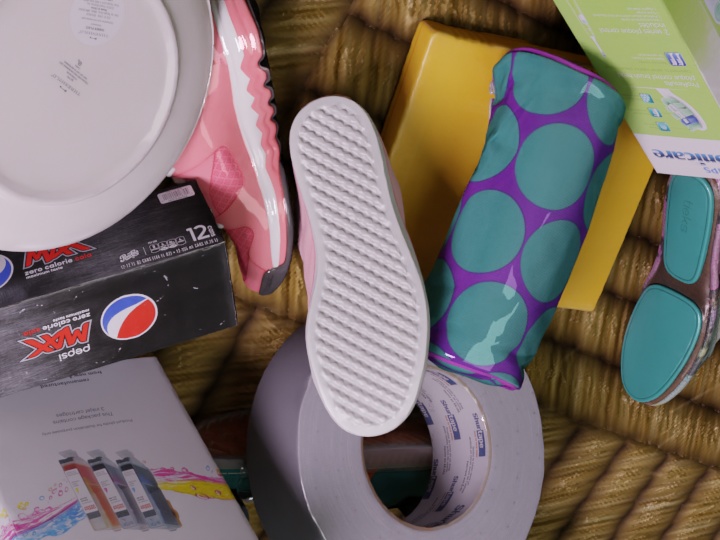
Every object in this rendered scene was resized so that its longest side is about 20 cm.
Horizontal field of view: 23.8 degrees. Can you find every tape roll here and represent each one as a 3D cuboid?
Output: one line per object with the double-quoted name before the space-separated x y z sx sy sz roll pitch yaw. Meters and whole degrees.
"tape roll" 0.026 0.118 1.117 0.199 0.066 0.203 7 77 -34

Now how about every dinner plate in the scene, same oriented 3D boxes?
"dinner plate" -0.156 -0.101 0.895 0.199 0.024 0.202 -20 123 -34

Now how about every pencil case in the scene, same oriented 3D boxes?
"pencil case" 0.092 -0.031 1.053 0.085 0.092 0.202 20 91 -57

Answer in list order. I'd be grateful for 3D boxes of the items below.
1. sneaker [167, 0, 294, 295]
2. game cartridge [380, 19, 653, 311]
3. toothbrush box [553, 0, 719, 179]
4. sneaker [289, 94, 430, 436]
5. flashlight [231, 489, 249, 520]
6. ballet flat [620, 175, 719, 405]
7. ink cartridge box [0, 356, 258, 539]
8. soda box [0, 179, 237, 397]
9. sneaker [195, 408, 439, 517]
"sneaker" -0.090 -0.075 1.027 0.086 0.074 0.202 -9 120 -2
"game cartridge" 0.100 -0.065 1.134 0.198 0.032 0.178 9 115 -26
"toothbrush box" 0.207 -0.175 1.047 0.146 0.086 0.200 -56 132 -22
"sneaker" 0.000 0.000 1.043 0.074 0.105 0.203 -9 84 2
"flashlight" -0.083 0.213 1.108 0.067 0.200 0.068 15 113 -32
"ballet flat" 0.241 0.005 1.223 0.071 0.069 0.202 -17 126 -38
"ink cartridge box" -0.159 0.177 1.003 0.143 0.201 0.146 -6 135 -33
"soda box" -0.175 0.017 0.978 0.198 0.064 0.071 -16 134 -13
"sneaker" -0.032 0.145 1.170 0.198 0.071 0.081 2 114 -27
